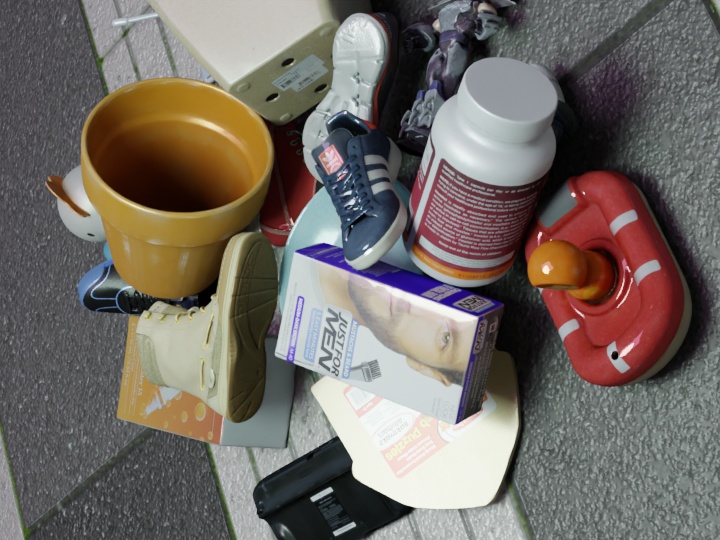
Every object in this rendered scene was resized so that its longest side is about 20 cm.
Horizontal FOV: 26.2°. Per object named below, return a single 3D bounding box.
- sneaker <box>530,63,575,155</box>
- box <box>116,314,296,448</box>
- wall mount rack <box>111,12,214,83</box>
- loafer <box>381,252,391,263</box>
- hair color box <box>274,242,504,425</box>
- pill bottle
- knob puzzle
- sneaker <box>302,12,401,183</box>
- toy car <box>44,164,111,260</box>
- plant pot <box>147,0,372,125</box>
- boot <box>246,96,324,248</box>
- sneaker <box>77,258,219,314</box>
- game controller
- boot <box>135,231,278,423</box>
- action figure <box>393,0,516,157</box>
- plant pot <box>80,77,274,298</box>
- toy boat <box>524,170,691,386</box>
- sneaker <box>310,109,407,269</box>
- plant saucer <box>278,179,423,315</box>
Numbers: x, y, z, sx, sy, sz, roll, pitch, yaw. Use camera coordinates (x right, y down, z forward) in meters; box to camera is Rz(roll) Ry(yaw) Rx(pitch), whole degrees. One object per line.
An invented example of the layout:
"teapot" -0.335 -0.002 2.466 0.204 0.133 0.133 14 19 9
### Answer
"sneaker" 0.133 -0.120 1.508 0.200 0.074 0.087 -40 36 36
"box" -0.176 0.125 1.760 0.200 0.097 0.125 6 89 46
"wall mount rack" -0.216 -0.281 1.877 0.174 0.074 0.200 -28 64 40
"loafer" 0.010 0.065 1.602 0.070 0.070 0.200 11 86 53
"hair color box" 0.025 0.056 1.446 0.200 0.065 0.110 18 108 24
"pill bottle" 0.111 -0.089 1.399 0.113 0.113 0.200 59 149 33
"knob puzzle" 0.074 0.145 1.520 0.219 0.030 0.220 -3 81 21
"sneaker" 0.004 -0.176 1.597 0.077 0.082 0.200 32 124 18
"toy car" -0.279 -0.066 1.822 0.177 0.200 0.185 49 119 38
"plant pot" -0.093 -0.273 1.636 0.200 0.200 0.177 -31 69 13
"boot" -0.057 -0.131 1.702 0.144 0.072 0.200 -12 75 37
"sneaker" -0.225 0.022 1.769 0.078 0.200 0.070 -104 0 -47
"game controller" -0.030 0.237 1.618 0.200 0.042 0.104 -33 98 39
"boot" -0.165 0.045 1.631 0.155 0.073 0.200 18 110 39
"action figure" 0.088 -0.214 1.541 0.130 0.069 0.200 -11 61 63
"plant pot" -0.202 -0.074 1.671 0.200 0.200 0.183 61 154 32
"toy boat" 0.199 0.005 1.363 0.130 0.131 0.200 -42 56 34
"sneaker" -0.009 -0.081 1.456 0.075 0.085 0.200 -37 28 20
"plant saucer" 0.000 0.000 1.555 0.201 0.039 0.201 -14 68 40
